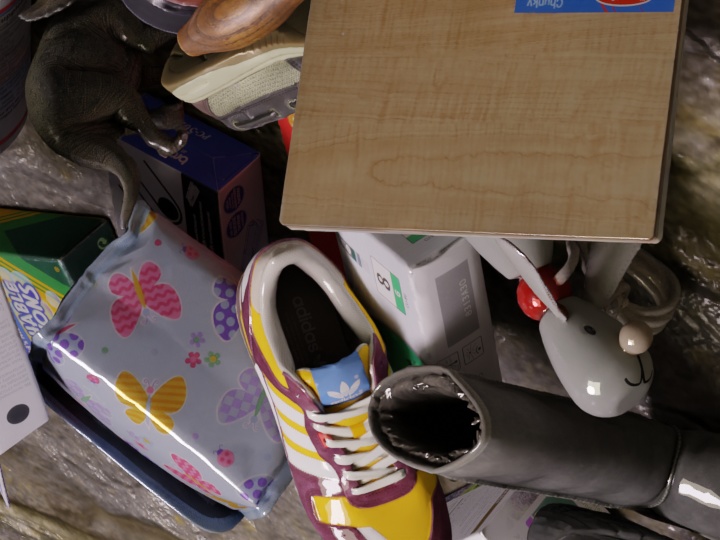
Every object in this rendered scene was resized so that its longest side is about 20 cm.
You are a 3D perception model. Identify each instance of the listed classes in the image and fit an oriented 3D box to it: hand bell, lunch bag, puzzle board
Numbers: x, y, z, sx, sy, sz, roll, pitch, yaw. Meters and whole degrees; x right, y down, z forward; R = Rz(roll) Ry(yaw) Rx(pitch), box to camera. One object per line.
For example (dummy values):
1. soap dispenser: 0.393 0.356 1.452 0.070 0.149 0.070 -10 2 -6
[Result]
1. hand bell: -0.014 -0.144 1.053 0.200 0.104 0.104 -24 108 40
2. lunch bag: -0.102 0.064 1.315 0.169 0.127 0.200 38 170 -4
3. puzzle board: 0.058 -0.090 1.040 0.199 0.151 0.017 3 170 33

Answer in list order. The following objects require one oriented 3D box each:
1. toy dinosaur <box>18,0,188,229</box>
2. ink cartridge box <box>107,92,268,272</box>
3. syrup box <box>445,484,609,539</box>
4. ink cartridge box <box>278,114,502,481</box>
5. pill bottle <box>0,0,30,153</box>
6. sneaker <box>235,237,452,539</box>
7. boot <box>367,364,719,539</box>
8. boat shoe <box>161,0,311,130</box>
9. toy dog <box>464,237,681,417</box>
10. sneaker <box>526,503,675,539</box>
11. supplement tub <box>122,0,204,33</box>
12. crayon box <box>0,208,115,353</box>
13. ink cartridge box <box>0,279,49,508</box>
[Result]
1. toy dinosaur: -0.149 -0.104 1.266 0.102 0.201 0.077 3 157 -8
2. ink cartridge box: -0.103 -0.008 1.398 0.094 0.044 0.200 28 144 27
3. syrup box: 0.073 0.184 1.379 0.079 0.081 0.200 46 147 -5
4. ink cartridge box: 0.000 0.000 1.231 0.200 0.050 0.161 39 153 41
5. pill bottle: -0.250 -0.161 1.337 0.109 0.109 0.200 34 146 18
6. sneaker: -0.009 0.079 1.180 0.200 0.075 0.090 62 171 3
7. boot: 0.130 0.093 1.134 0.200 0.073 0.182 25 162 -38
8. boat shoe: -0.018 -0.120 1.167 0.200 0.072 0.066 -16 137 42
9. toy dog: 0.089 -0.037 1.085 0.200 0.132 0.096 42 135 1
10. sneaker: 0.157 0.194 1.228 0.200 0.091 0.076 35 167 -35
11. supplement tub: -0.071 -0.201 1.096 0.107 0.107 0.200 39 146 9
12. crayon box: -0.230 0.022 1.566 0.200 0.052 0.126 7 131 45
13. ink cartridge box: -0.236 0.002 1.287 0.198 0.043 0.200 -125 19 -44
